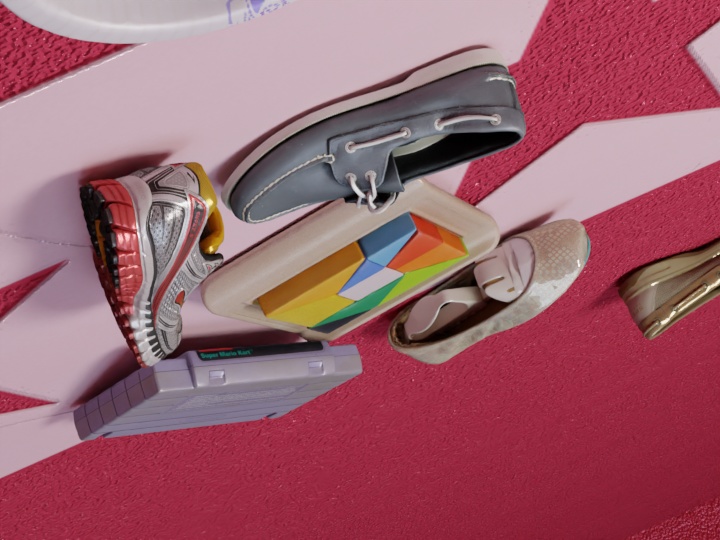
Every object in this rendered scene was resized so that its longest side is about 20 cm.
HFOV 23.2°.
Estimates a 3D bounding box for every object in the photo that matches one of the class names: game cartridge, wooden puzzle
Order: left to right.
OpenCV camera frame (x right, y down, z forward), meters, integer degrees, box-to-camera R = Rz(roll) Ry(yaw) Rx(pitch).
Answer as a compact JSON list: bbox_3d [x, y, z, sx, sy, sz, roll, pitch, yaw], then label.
[{"bbox_3d":[-0.110,0.093,1.382,0.200,0.038,0.130,-3,156,-41],"label":"game cartridge"},{"bbox_3d":[0.000,0.000,1.303,0.185,0.037,0.200,-30,159,15],"label":"wooden puzzle"}]

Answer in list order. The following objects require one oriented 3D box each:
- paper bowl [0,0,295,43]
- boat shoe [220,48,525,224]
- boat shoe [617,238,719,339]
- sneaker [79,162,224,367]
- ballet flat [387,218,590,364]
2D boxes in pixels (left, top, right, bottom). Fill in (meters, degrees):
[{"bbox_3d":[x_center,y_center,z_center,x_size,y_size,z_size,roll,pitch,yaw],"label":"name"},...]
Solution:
[{"bbox_3d":[-0.066,-0.184,0.665,0.200,0.105,0.201,-21,161,-8],"label":"paper bowl"},{"bbox_3d":[0.009,-0.071,1.097,0.199,0.062,0.073,-25,160,1],"label":"boat shoe"},{"bbox_3d":[0.347,0.007,1.679,0.200,0.063,0.073,-18,159,-17],"label":"boat shoe"},{"bbox_3d":[-0.121,-0.001,1.101,0.082,0.078,0.200,-21,160,-14],"label":"sneaker"},{"bbox_3d":[0.101,0.021,1.435,0.062,0.068,0.200,13,139,-44],"label":"ballet flat"}]
